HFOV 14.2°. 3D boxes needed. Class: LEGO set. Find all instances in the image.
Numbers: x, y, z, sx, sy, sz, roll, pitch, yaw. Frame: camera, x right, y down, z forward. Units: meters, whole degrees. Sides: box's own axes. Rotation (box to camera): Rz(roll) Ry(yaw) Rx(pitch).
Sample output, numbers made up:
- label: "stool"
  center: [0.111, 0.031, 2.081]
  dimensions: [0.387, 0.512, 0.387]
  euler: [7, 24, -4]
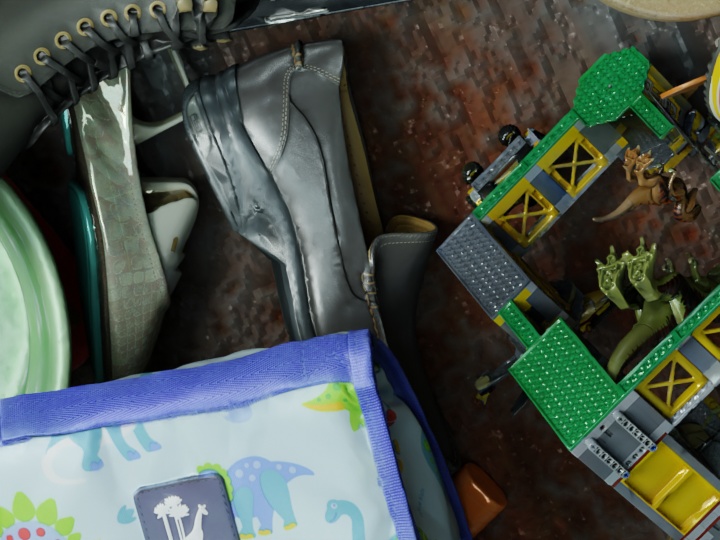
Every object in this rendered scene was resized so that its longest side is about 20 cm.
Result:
- label: "LEGO set"
  center: [0.127, 0.019, 1.129]
  dimensions: [0.154, 0.200, 0.116]
  euler: [-50, 126, 0]

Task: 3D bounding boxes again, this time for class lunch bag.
- label: "lunch bag"
  center: [-0.051, 0.107, 1.127]
  dimensions: [0.169, 0.128, 0.201]
  euler: [-13, 135, 7]

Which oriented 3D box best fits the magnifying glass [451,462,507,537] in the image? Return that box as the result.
- label: "magnifying glass"
  center: [-0.012, 0.157, 1.269]
  dimensions: [0.080, 0.022, 0.200]
  euler: [45, 112, -1]

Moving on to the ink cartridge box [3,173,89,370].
- label: "ink cartridge box"
  center: [-0.226, 0.028, 1.271]
  dimensions: [0.200, 0.050, 0.161]
  euler: [-39, 94, 22]

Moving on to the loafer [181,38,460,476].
- label: "loafer"
  center: [0.000, 0.000, 1.195]
  dimensions: [0.072, 0.073, 0.201]
  euler: [-25, 106, 10]

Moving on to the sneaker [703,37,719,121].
- label: "sneaker"
  center: [0.232, -0.062, 1.075]
  dimensions: [0.199, 0.090, 0.070]
  euler: [-8, 127, -16]

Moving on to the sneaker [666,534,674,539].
- label: "sneaker"
  center: [0.208, 0.054, 1.166]
  dimensions: [0.089, 0.067, 0.201]
  euler: [29, 111, -2]

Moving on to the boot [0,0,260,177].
- label: "boot"
  center: [-0.110, -0.079, 1.108]
  dimensions: [0.137, 0.078, 0.201]
  euler: [5, 68, 16]

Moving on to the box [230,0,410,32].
- label: "box"
  center: [-0.007, -0.205, 1.154]
  dimensions: [0.158, 0.046, 0.202]
  euler: [-9, 102, 16]

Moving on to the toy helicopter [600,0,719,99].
- label: "toy helicopter"
  center: [0.175, -0.133, 1.111]
  dimensions: [0.198, 0.079, 0.133]
  euler: [-2, 87, -1]

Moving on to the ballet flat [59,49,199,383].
- label: "ballet flat"
  center: [-0.096, -0.046, 1.212]
  dimensions: [0.062, 0.067, 0.202]
  euler: [-10, 105, -7]

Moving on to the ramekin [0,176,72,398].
- label: "ramekin"
  center: [-0.215, 0.028, 1.209]
  dimensions: [0.198, 0.098, 0.202]
  euler: [0, 95, 0]
